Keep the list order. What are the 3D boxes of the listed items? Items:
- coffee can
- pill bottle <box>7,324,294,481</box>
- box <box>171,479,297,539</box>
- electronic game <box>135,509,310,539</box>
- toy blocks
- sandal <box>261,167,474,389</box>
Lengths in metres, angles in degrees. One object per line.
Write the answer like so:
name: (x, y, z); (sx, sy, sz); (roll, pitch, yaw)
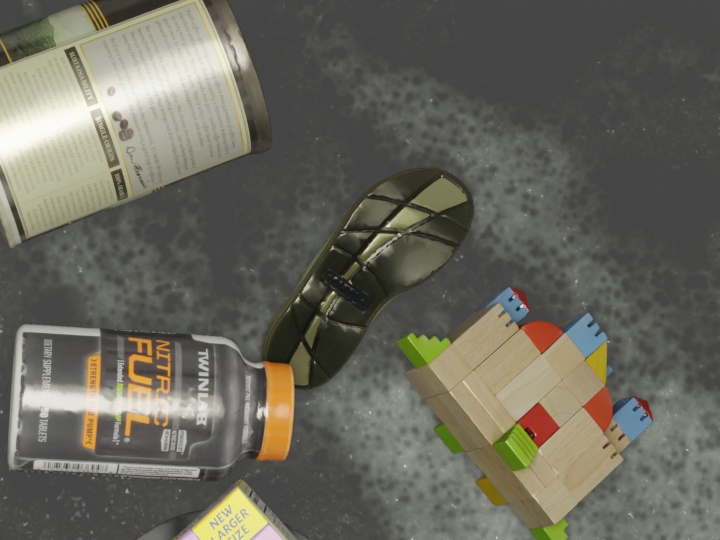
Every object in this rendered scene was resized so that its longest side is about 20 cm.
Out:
coffee can: (-0.181, -0.118, 1.534); (0.200, 0.146, 0.147); (-22, 90, -10)
pill bottle: (-0.149, 0.096, 1.547); (0.200, 0.106, 0.106); (4, 86, -10)
box: (-0.083, 0.278, 1.506); (0.176, 0.097, 0.200); (-41, 88, -3)
electronic game: (-0.100, 0.273, 1.575); (0.200, 0.042, 0.200); (0, 87, -1)
toy blocks: (0.135, 0.090, 1.612); (0.137, 0.100, 0.200); (-40, 94, -22)
sandal: (-0.001, 0.000, 1.608); (0.080, 0.057, 0.201); (43, 95, -10)
